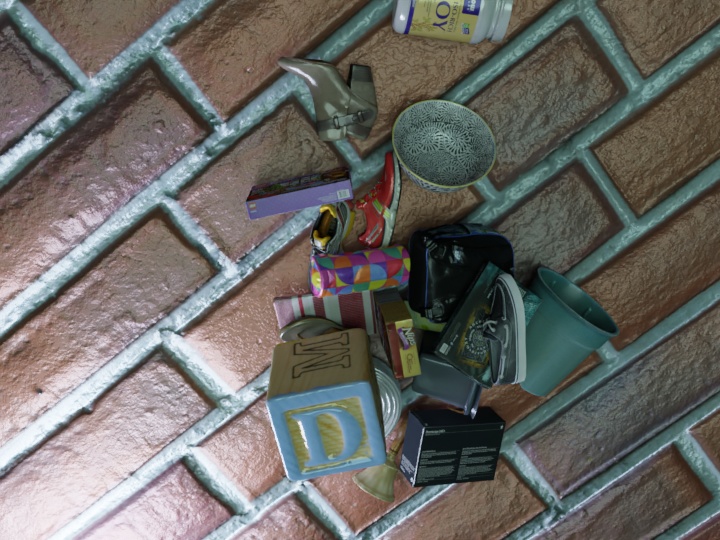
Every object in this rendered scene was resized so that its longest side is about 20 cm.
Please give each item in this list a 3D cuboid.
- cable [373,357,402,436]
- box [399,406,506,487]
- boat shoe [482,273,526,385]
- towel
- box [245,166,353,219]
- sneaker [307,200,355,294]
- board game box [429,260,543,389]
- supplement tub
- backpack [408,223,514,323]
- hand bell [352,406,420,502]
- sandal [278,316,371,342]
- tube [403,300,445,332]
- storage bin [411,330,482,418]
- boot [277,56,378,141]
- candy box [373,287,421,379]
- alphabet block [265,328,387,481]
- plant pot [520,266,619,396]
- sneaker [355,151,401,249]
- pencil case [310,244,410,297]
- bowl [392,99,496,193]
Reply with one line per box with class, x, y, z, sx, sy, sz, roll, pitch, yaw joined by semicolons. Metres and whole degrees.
cable;-0.011;0.277;1.692;0.199;0.069;0.201;27;104;-9
box;0.194;0.370;1.691;0.199;0.079;0.142;2;110;-24
boat shoe;0.254;0.108;1.448;0.067;0.072;0.202;-7;99;-16
towel;-0.069;0.091;1.626;0.198;0.023;0.145;-7;137;0
box;-0.114;-0.150;1.528;0.198;0.137;0.039;-12;107;1
sneaker;-0.074;-0.047;1.579;0.077;0.082;0.202;17;104;26
board game box;0.236;0.102;1.491;0.135;0.028;0.201;35;82;-13
supplement tub;0.163;-0.487;1.433;0.198;0.146;0.147;7;106;-3
backpack;0.191;-0.006;1.568;0.198;0.147;0.185;-7;109;-19
hand bell;0.074;0.385;1.729;0.104;0.104;0.201;28;92;-9
sandal;-0.067;0.144;1.626;0.199;0.054;0.080;16;132;-23
tube;0.185;0.105;1.626;0.198;0.052;0.059;10;94;19
storage bin;0.178;0.204;1.621;0.133;0.200;0.147;14;106;6
boot;-0.063;-0.321;1.516;0.198;0.070;0.147;7;108;-3
candy box;0.070;0.120;1.580;0.056;0.200;0.118;-10;106;-2
alphabet block;-0.062;0.253;1.533;0.195;0.200;0.197;-10;116;3
plant pot;0.377;0.133;1.607;0.199;0.200;0.197;31;111;-10
sneaker;0.034;-0.136;1.571;0.084;0.077;0.202;10;106;1
pencil case;0.000;0.000;1.540;0.199;0.088;0.089;-7;108;-21
bowl;0.150;-0.216;1.522;0.199;0.202;0.094;8;151;-4
